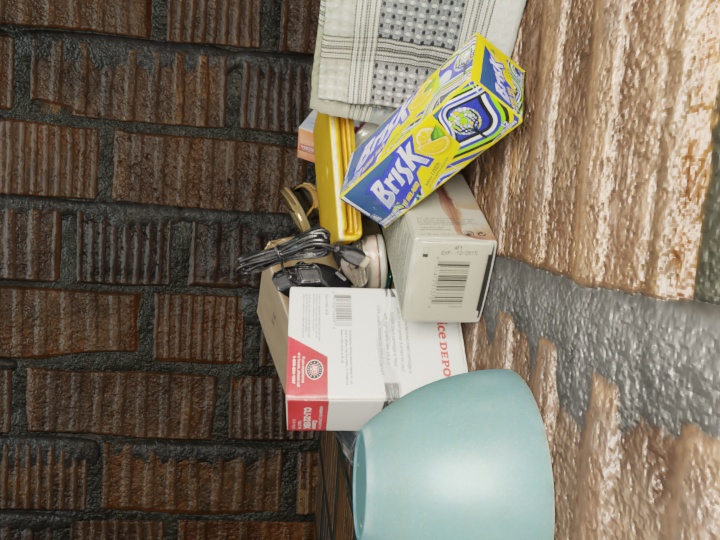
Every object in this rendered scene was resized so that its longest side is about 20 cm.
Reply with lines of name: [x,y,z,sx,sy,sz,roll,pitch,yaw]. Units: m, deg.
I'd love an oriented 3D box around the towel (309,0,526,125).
towel: [0.051,-0.217,0.614,0.202,0.189,0.035,102,175,-47]

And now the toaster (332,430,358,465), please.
toaster: [0.012,0.156,0.824,0.201,0.128,0.114,50,155,21]

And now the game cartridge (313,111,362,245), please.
game cartridge: [-0.033,-0.118,0.813,0.200,0.032,0.180,167,98,-82]

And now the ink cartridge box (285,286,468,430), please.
ink cartridge box: [0.015,0.101,0.739,0.084,0.196,0.146,97,173,-52]

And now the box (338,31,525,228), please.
box: [0.062,-0.124,0.613,0.199,0.064,0.071,-37,31,46]

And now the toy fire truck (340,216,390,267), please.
toy fire truck: [0.009,-0.036,1.049,0.201,0.127,0.178,60,-171,-50]

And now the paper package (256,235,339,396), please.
paper package: [-0.085,0.079,1.000,0.201,0.102,0.193,111,141,-56]

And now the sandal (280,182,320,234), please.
sandal: [-0.076,-0.097,0.959,0.081,0.053,0.200,62,-173,-8]

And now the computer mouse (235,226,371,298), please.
computer mouse: [-0.040,0.001,0.767,0.200,0.139,0.047,36,-135,-49]

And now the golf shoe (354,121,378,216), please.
golf shoe: [0.022,-0.119,0.863,0.076,0.091,0.201,-53,-11,-21]

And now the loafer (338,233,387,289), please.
loafer: [0.000,0.000,0.845,0.200,0.062,0.073,97,168,-81]

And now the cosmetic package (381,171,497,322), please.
cosmetic package: [0.079,-0.041,0.717,0.201,0.086,0.105,-99,12,-56]

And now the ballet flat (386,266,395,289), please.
ballet flat: [0.068,-0.009,0.881,0.068,0.066,0.203,-87,4,-63]

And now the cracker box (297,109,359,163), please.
cracker box: [0.001,-0.230,1.004,0.058,0.132,0.201,101,-167,-45]

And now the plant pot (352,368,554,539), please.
plant pot: [0.064,0.186,0.555,0.200,0.132,0.204,-177,90,-83]
